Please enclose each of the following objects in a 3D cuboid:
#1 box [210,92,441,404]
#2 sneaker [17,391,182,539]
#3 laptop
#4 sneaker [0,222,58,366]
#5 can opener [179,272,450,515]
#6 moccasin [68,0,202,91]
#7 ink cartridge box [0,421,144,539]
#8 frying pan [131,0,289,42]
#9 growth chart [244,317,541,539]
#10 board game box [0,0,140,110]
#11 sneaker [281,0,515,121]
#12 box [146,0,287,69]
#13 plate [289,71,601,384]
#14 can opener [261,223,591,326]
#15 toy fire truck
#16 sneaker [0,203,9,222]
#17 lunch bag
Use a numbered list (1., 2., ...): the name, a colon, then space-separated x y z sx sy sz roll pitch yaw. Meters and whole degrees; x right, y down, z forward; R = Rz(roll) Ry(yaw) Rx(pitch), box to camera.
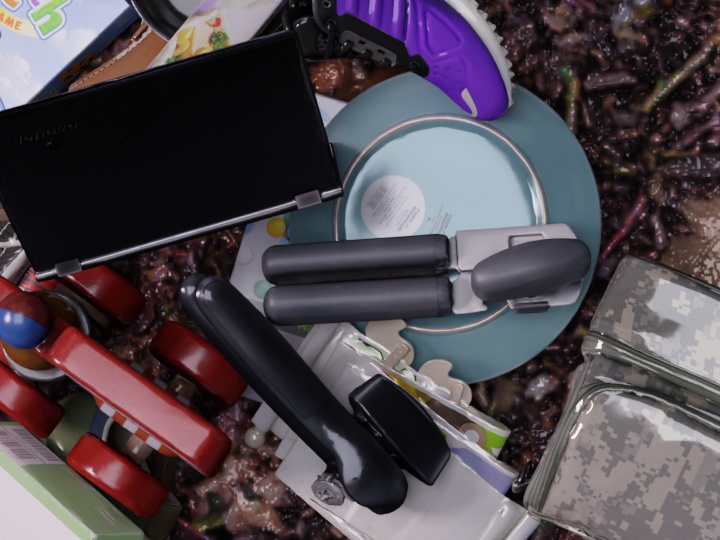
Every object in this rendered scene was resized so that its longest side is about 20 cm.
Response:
1. box: 0.000 0.000 1.430 0.155 0.041 0.201 18 89 11
2. sneaker: -0.156 0.173 1.434 0.089 0.067 0.202 -17 80 15
3. laptop: -0.114 -0.077 1.296 0.186 0.200 0.117 -15 105 1
4. sneaker: -0.221 0.025 1.462 0.085 0.077 0.201 41 77 -30
5. can opener: -0.036 0.074 1.344 0.200 0.063 0.079 43 67 -15
6. moccasin: -0.108 -0.169 1.444 0.201 0.074 0.078 -39 78 6
7. ink cartridge box: -0.225 0.216 1.399 0.145 0.048 0.201 33 109 39
8. frying pan: -0.090 -0.154 1.394 0.114 0.031 0.192 -2 86 -3
9. growth chart: 0.025 0.119 1.392 0.200 0.018 0.145 44 110 2
10. board game box: -0.268 -0.161 1.494 0.200 0.037 0.151 -43 80 5
11. sneaker: 0.005 -0.152 1.340 0.100 0.070 0.200 -44 107 -12
12. box: -0.078 -0.156 1.363 0.039 0.041 0.200 39 81 -3
13. plate: 0.051 -0.028 1.390 0.199 0.026 0.202 0 88 10
14. can opener: 0.039 -0.003 1.340 0.198 0.067 0.054 -4 70 1
15. toy fire truck: -0.159 0.058 1.338 0.200 0.168 0.112 36 81 5
16. sneaker: -0.180 -0.080 1.410 0.199 0.076 0.071 -1 49 -21
17. lunch bag: 0.210 0.108 1.323 0.199 0.139 0.169 25 83 10
